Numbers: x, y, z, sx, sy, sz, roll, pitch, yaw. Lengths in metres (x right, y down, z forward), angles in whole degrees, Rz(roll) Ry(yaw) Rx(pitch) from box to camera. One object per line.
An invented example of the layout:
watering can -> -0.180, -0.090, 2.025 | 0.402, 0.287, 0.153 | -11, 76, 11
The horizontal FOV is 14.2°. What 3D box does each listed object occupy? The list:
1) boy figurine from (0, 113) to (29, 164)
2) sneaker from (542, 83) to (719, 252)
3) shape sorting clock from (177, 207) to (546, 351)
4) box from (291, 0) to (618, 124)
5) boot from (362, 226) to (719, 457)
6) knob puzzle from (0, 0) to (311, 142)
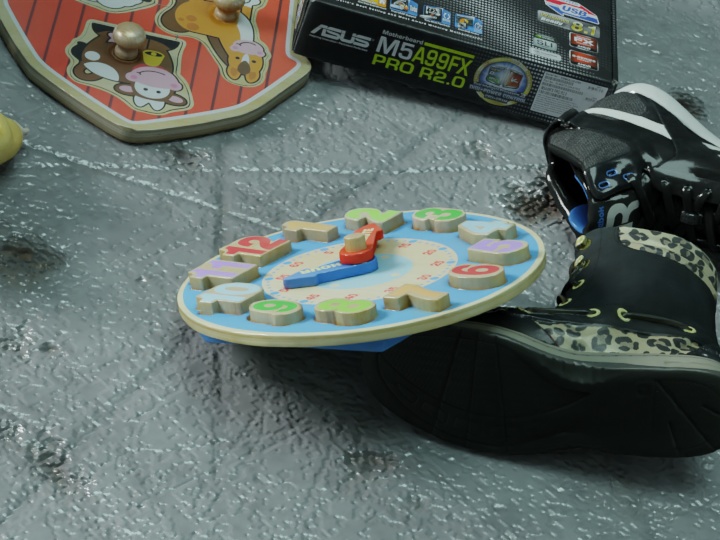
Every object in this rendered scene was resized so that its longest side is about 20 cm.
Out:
boy figurine -> -0.240, -0.092, 1.618 | 0.124, 0.064, 0.200 | 28, 35, -29
sneaker -> 0.188, -0.031, 1.693 | 0.112, 0.073, 0.200 | -26, 46, -36
shape sorting clock -> 0.000, 0.000, 1.554 | 0.200, 0.039, 0.200 | -11, 16, 3
box -> 0.061, -0.171, 1.821 | 0.200, 0.044, 0.160 | 15, 38, -7
boot -> 0.106, 0.033, 1.587 | 0.203, 0.074, 0.154 | 7, 30, 1
knob puzzle -> -0.125, -0.147, 1.752 | 0.219, 0.030, 0.220 | 10, 39, -8
